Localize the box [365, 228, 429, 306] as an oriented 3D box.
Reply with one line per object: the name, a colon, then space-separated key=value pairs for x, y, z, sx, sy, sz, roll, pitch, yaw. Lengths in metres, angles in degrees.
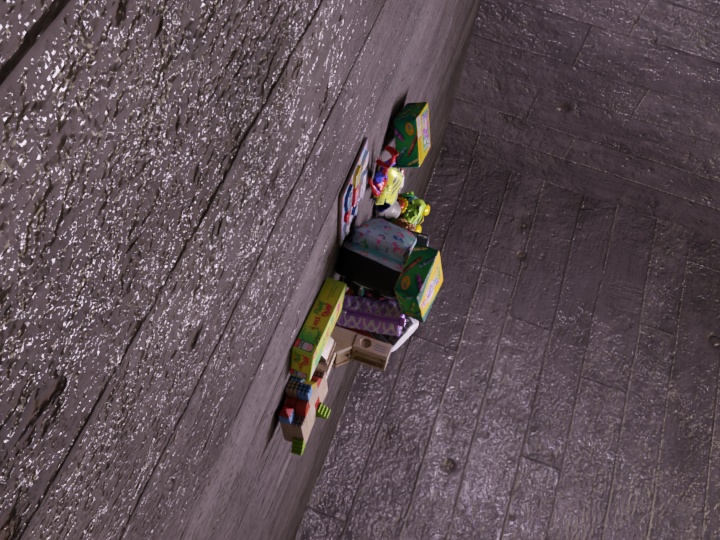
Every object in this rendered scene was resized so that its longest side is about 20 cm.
box: x=0.098 y=0.000 z=1.669 sx=0.106 sy=0.122 sz=0.201 roll=83 pitch=23 yaw=-63

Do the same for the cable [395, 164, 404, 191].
cable: x=0.119 y=-0.314 z=1.856 sx=0.201 sy=0.050 sz=0.097 roll=104 pitch=7 yaw=-50

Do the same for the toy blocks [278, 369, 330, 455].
toy blocks: x=-0.126 y=0.280 z=1.408 sx=0.137 sy=0.099 sz=0.201 roll=86 pitch=20 yaw=-46

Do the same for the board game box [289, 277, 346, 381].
board game box: x=-0.090 y=0.123 z=1.366 sx=0.102 sy=0.047 sz=0.201 roll=102 pitch=10 yaw=-50

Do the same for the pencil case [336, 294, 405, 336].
pencil case: x=0.014 y=0.109 z=1.588 sx=0.086 sy=0.199 sz=0.084 roll=74 pitch=26 yaw=-77

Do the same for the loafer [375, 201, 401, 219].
loafer: x=0.085 y=-0.184 z=1.866 sx=0.200 sy=0.069 sz=0.070 roll=-36 pitch=145 yaw=-80

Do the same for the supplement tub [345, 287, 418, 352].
supplement tub: x=0.052 y=0.115 z=1.746 sx=0.122 sy=0.200 sz=0.123 roll=-42 pitch=166 yaw=-12

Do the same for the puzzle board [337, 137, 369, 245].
puzzle board: x=-0.013 y=-0.159 z=1.329 sx=0.200 sy=0.017 sz=0.151 roll=98 pitch=13 yaw=-65

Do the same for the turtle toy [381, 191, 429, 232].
turtle toy: x=0.126 y=-0.170 z=2.049 sx=0.201 sy=0.145 sz=0.101 roll=-66 pitch=153 yaw=-14

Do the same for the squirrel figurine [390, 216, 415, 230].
squirrel figurine: x=0.074 y=-0.070 z=1.846 sx=0.200 sy=0.141 sz=0.186 roll=-55 pitch=161 yaw=17

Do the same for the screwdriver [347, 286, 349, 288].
screwdriver: x=-0.024 y=0.046 z=1.848 sx=0.200 sy=0.029 sz=0.028 roll=84 pitch=26 yaw=-84

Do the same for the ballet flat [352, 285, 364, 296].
ballet flat: x=0.000 y=0.000 z=1.683 sx=0.200 sy=0.068 sz=0.068 roll=-61 pitch=167 yaw=-55

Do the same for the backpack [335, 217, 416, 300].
backpack: x=0.051 y=-0.036 z=1.520 sx=0.151 sy=0.177 sz=0.200 roll=-71 pitch=167 yaw=18

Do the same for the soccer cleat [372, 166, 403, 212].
soccer cleat: x=0.065 y=-0.210 z=1.657 sx=0.084 sy=0.064 sz=0.200 roll=-58 pitch=169 yaw=-14

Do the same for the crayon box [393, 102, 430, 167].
crayon box: x=0.134 y=-0.347 z=1.623 sx=0.200 sy=0.058 sz=0.119 roll=-62 pitch=149 yaw=-61

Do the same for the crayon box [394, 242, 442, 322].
crayon box: x=0.135 y=0.031 z=1.451 sx=0.119 sy=0.058 sz=0.200 roll=-64 pitch=163 yaw=-14

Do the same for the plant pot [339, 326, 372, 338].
plant pot: x=0.016 y=0.178 z=1.874 sx=0.200 sy=0.176 sz=0.202 roll=20 pitch=90 yaw=-84

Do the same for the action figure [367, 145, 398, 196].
action figure: x=0.046 y=-0.225 z=1.500 sx=0.066 sy=0.051 sz=0.200 roll=-63 pitch=177 yaw=-18

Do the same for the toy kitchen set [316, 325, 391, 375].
toy kitchen set: x=-0.032 y=0.238 z=1.621 sx=0.164 sy=0.179 sz=0.201 roll=100 pitch=10 yaw=-52

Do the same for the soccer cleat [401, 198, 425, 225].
soccer cleat: x=0.136 y=-0.132 z=1.963 sx=0.200 sy=0.067 sz=0.081 roll=-55 pitch=162 yaw=15
